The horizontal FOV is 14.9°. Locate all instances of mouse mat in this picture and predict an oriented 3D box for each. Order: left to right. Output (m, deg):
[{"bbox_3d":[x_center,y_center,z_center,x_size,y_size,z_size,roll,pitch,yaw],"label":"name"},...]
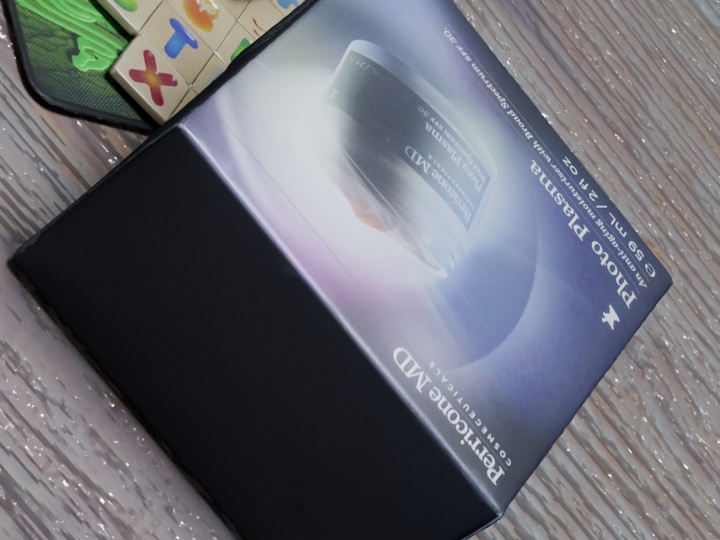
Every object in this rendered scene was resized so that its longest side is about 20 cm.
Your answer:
[{"bbox_3d":[-0.091,-0.125,1.263,0.200,0.008,0.161,11,53,-45],"label":"mouse mat"}]

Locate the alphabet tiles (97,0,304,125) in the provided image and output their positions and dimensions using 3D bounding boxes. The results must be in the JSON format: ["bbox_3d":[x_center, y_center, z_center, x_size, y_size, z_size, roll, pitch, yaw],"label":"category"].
[{"bbox_3d":[-0.047,-0.104,1.286,0.166,0.006,0.200,46,34,-12],"label":"alphabet tiles"}]

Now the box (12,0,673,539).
[{"bbox_3d":[0.000,0.000,1.147,0.200,0.123,0.198,50,40,-6],"label":"box"}]
